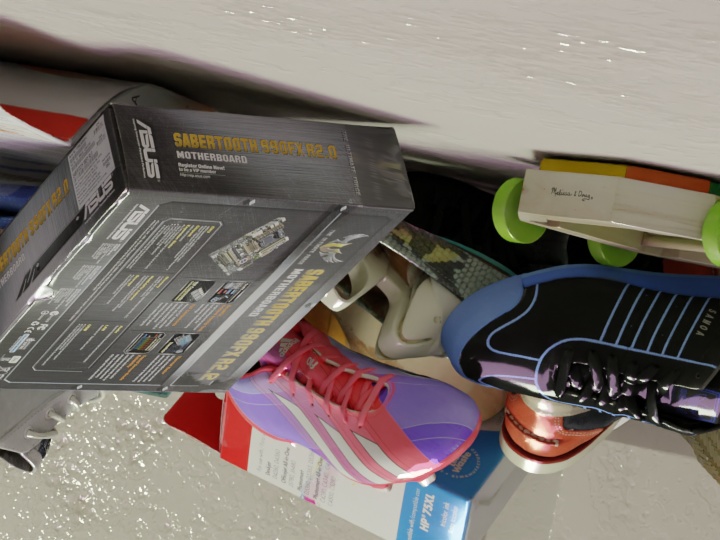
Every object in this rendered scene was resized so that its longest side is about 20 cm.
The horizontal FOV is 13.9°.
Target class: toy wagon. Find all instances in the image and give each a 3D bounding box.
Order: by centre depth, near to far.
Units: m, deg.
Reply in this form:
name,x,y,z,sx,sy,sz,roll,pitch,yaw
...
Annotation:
name,x,y,z,sx,sy,sz,roll,pitch,yaw
toy wagon,0.169,-0.017,1.451,0.200,0.040,0.155,13,177,-41

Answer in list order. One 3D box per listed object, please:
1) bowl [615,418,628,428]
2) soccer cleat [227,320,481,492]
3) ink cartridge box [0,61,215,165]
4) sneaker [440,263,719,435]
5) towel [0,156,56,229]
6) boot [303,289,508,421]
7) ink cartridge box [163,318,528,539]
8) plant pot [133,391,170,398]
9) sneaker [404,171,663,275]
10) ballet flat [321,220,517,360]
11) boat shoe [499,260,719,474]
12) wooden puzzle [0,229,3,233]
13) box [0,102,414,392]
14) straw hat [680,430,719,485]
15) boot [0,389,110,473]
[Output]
name,x,y,z,sx,sy,sz,roll,pitch,yaw
bowl,0.090,0.039,1.812,0.200,0.075,0.200,29,-172,5
soccer cleat,-0.013,0.065,1.561,0.076,0.067,0.200,53,159,-27
ink cartridge box,-0.186,-0.089,1.420,0.162,0.050,0.200,11,173,26
sneaker,0.144,0.045,1.512,0.200,0.070,0.078,-3,-141,-9
towel,-0.174,-0.056,1.551,0.147,0.024,0.200,7,-165,7
boot,-0.001,0.000,1.684,0.201,0.071,0.144,32,-162,-10
ink cartridge box,-0.001,0.076,1.703,0.200,0.116,0.067,25,137,16
plant pot,-0.217,-0.019,1.976,0.200,0.141,0.141,20,-179,22
sneaker,0.094,-0.017,1.580,0.200,0.060,0.104,18,164,-10
ballet flat,0.007,0.002,1.535,0.200,0.071,0.069,34,135,-14
boat shoe,0.148,0.038,1.670,0.071,0.063,0.200,32,-132,21
wooden puzzle,-0.190,0.008,1.590,0.200,0.037,0.185,7,163,-3
box,-0.091,-0.006,1.431,0.158,0.048,0.200,2,151,-33
straw hat,0.263,0.043,1.600,0.201,0.201,0.085,11,136,0
boot,-0.166,0.061,1.548,0.200,0.096,0.074,8,161,-22
